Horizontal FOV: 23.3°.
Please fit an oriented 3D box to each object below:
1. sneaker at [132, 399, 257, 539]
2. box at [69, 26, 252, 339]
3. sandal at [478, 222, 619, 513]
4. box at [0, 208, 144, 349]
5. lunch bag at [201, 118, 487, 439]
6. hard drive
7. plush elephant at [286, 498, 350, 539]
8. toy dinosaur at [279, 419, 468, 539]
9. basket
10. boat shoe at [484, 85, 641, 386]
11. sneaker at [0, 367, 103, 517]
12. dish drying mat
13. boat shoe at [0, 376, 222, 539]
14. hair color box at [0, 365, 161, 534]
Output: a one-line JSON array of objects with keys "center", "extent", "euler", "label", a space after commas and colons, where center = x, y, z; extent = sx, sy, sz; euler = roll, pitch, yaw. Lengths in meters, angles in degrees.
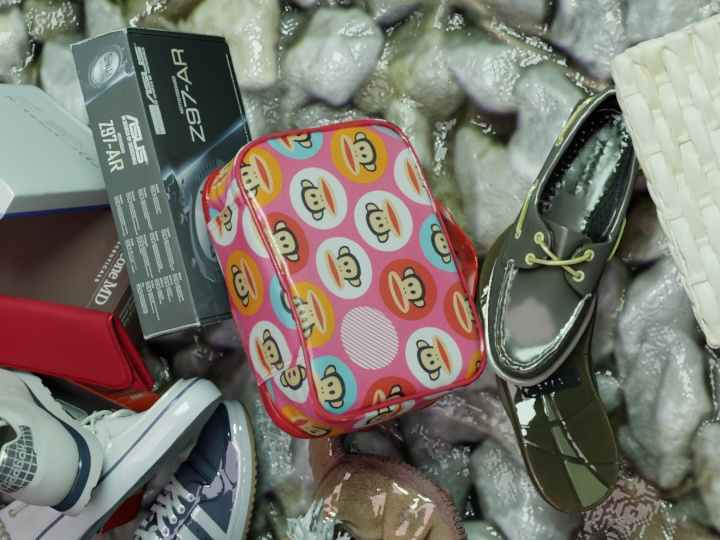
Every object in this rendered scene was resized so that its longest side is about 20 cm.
[{"center": [-0.142, 0.187, 1.246], "extent": [0.108, 0.070, 0.201], "euler": [7, 102, -20], "label": "sneaker"}, {"center": [-0.119, -0.062, 1.194], "extent": [0.043, 0.160, 0.201], "euler": [-14, 89, 21], "label": "box"}, {"center": [0.127, 0.062, 1.166], "extent": [0.081, 0.055, 0.201], "euler": [-13, 79, -3], "label": "sandal"}, {"center": [-0.245, -0.004, 1.270], "extent": [0.199, 0.075, 0.101], "euler": [19, 63, 16], "label": "box"}, {"center": [0.000, 0.000, 1.161], "extent": [0.082, 0.175, 0.201], "euler": [-32, 74, 56], "label": "lunch bag"}, {"center": [-0.240, -0.087, 1.214], "extent": [0.132, 0.200, 0.025], "euler": [38, 106, 13], "label": "hard drive"}, {"center": [-0.092, 0.251, 1.120], "extent": [0.164, 0.154, 0.201], "euler": [34, 118, 27], "label": "plush elephant"}, {"center": [0.018, 0.155, 1.201], "extent": [0.199, 0.086, 0.136], "euler": [27, 102, 16], "label": "toy dinosaur"}, {"center": [0.277, -0.075, 1.046], "extent": [0.197, 0.161, 0.201], "euler": [-20, 86, 22], "label": "basket"}, {"center": [0.130, -0.025, 1.123], "extent": [0.071, 0.061, 0.202], "euler": [20, 81, 7], "label": "boat shoe"}, {"center": [-0.257, 0.106, 1.203], "extent": [0.199, 0.080, 0.077], "euler": [18, 92, 49], "label": "sneaker"}, {"center": [-0.238, 0.045, 1.217], "extent": [0.199, 0.018, 0.077], "euler": [9, 139, 31], "label": "dish drying mat"}, {"center": [-0.183, 0.133, 1.215], "extent": [0.200, 0.074, 0.067], "euler": [-45, 84, 16], "label": "boat shoe"}, {"center": [-0.250, 0.108, 1.309], "extent": [0.199, 0.061, 0.102], "euler": [22, 102, 18], "label": "hair color box"}]
